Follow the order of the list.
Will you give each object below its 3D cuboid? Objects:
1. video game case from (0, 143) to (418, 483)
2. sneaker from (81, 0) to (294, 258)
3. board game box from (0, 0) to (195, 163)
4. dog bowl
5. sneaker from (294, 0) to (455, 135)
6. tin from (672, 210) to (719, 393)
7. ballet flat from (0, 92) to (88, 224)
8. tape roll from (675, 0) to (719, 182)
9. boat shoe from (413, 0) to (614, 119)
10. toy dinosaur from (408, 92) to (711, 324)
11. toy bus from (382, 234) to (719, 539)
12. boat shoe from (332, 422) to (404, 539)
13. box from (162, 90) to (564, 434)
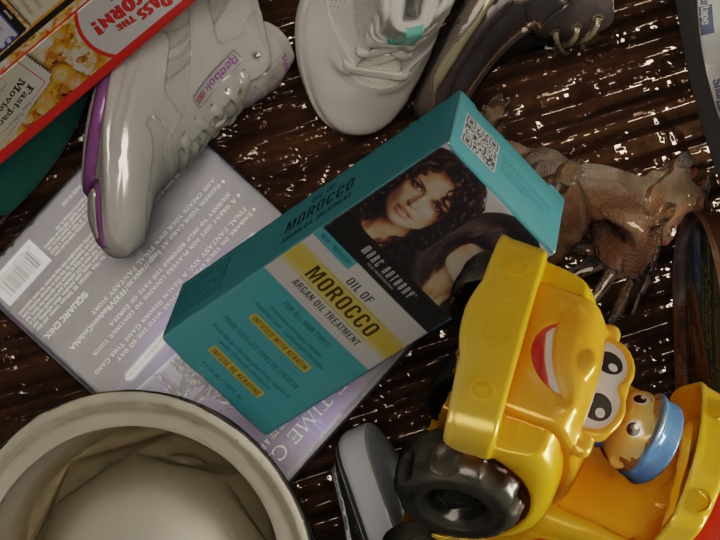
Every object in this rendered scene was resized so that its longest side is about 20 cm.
[{"bbox_3d":[-0.088,0.022,1.230,0.200,0.019,0.143,42,87,1],"label":"video game case"},{"bbox_3d":[-0.089,-0.097,1.195,0.099,0.075,0.201,15,69,-6],"label":"sneaker"},{"bbox_3d":[-0.184,-0.143,1.182,0.200,0.046,0.152,-39,48,-1],"label":"board game box"},{"bbox_3d":[-0.110,0.161,1.176,0.199,0.074,0.201,-1,88,13],"label":"dog bowl"},{"bbox_3d":[0.016,-0.135,1.159,0.075,0.200,0.089,4,43,-15],"label":"sneaker"},{"bbox_3d":[0.191,0.068,1.172,0.042,0.112,0.201,-3,102,-1],"label":"tin"},{"bbox_3d":[-0.222,-0.037,1.213,0.071,0.069,0.200,24,81,31],"label":"ballet flat"},{"bbox_3d":[0.216,-0.111,1.152,0.066,0.200,0.201,-14,86,-2],"label":"tape roll"},{"bbox_3d":[0.105,-0.151,1.216,0.073,0.074,0.200,36,92,-3],"label":"boat shoe"},{"bbox_3d":[0.083,-0.016,1.210,0.199,0.136,0.086,-19,43,18],"label":"toy dinosaur"},{"bbox_3d":[0.114,0.100,1.071,0.191,0.200,0.136,16,55,7],"label":"toy bus"},{"bbox_3d":[0.013,0.182,1.197,0.068,0.074,0.200,-18,98,15],"label":"boat shoe"},{"bbox_3d":[0.000,0.000,1.139,0.200,0.049,0.082,-34,113,30],"label":"box"}]
